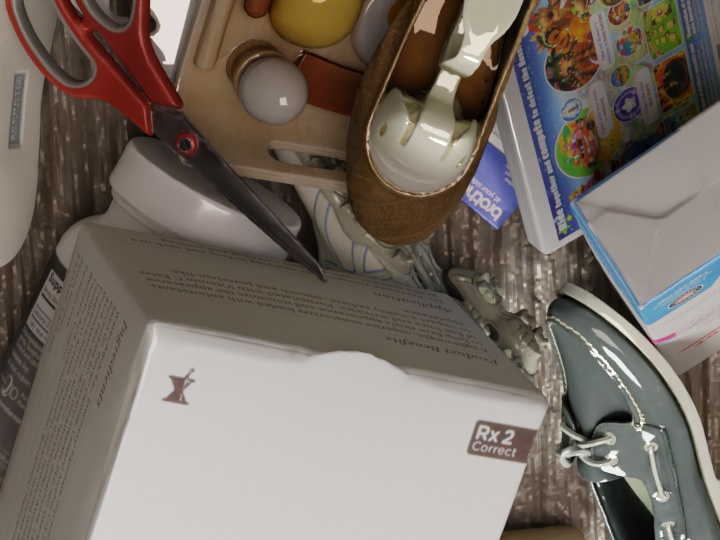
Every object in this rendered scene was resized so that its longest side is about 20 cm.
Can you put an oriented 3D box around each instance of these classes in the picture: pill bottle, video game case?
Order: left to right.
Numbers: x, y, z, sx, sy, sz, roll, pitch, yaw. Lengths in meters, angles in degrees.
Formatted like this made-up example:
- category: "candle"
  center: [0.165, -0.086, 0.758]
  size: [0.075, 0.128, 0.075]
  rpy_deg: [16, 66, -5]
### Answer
- category: "pill bottle"
  center: [-0.113, 0.044, 1.387]
  size: [0.116, 0.116, 0.200]
  rpy_deg: [24, 102, -15]
- category: "video game case"
  center: [0.154, -0.112, 1.384]
  size: [0.200, 0.018, 0.143]
  rpy_deg: [-30, 129, -16]

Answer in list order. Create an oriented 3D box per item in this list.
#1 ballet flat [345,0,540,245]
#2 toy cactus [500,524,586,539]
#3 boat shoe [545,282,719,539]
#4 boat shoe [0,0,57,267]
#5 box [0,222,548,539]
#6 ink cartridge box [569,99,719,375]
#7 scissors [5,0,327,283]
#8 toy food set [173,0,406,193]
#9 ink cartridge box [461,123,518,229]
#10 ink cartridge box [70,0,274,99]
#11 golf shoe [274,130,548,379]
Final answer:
- category: "ballet flat"
  center: [0.044, -0.095, 1.277]
  size: [0.068, 0.072, 0.200]
  rpy_deg: [23, 107, -8]
- category: "toy cactus"
  center: [0.041, 0.169, 1.472]
  size: [0.165, 0.102, 0.200]
  rpy_deg: [-14, 113, -29]
- category: "boat shoe"
  center: [0.136, 0.091, 1.443]
  size: [0.062, 0.073, 0.200]
  rpy_deg: [-41, 129, -15]
- category: "boat shoe"
  center: [-0.190, -0.103, 1.357]
  size: [0.068, 0.072, 0.200]
  rpy_deg: [8, 101, 19]
- category: "box"
  center: [-0.050, 0.105, 1.295]
  size: [0.199, 0.131, 0.200]
  rpy_deg: [12, 107, -24]
- category: "ink cartridge box"
  center: [0.178, -0.018, 1.407]
  size: [0.115, 0.200, 0.068]
  rpy_deg: [-33, 74, 2]
- category: "scissors"
  center: [-0.093, -0.065, 1.306]
  size: [0.073, 0.014, 0.200]
  rpy_deg: [-31, 93, 19]
- category: "toy food set"
  center: [0.006, -0.132, 1.313]
  size: [0.143, 0.060, 0.200]
  rpy_deg: [8, 115, -25]
- category: "ink cartridge box"
  center: [0.089, -0.133, 1.405]
  size: [0.119, 0.042, 0.200]
  rpy_deg: [38, 96, -18]
- category: "ink cartridge box"
  center: [-0.055, -0.188, 1.348]
  size: [0.200, 0.068, 0.116]
  rpy_deg: [-40, 110, 4]
- category: "golf shoe"
  center: [0.000, 0.000, 1.415]
  size: [0.097, 0.078, 0.200]
  rpy_deg: [-33, 94, 34]
